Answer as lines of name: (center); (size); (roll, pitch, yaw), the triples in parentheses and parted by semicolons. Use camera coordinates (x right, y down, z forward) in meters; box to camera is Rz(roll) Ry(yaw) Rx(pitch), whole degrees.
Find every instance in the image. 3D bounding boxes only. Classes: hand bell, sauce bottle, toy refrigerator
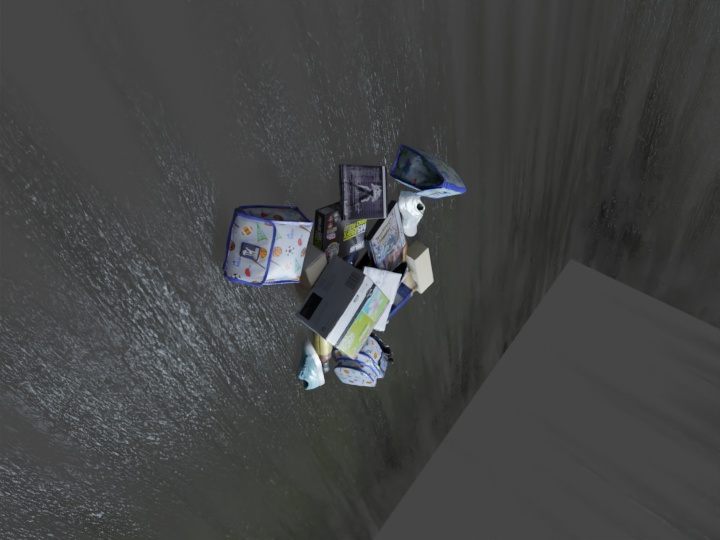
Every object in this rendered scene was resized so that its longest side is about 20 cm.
hand bell: (0.153, -0.031, 1.917); (0.103, 0.102, 0.206); (-29, 124, -40)
sauce bottle: (-0.122, 0.246, 1.731); (0.065, 0.065, 0.205); (-33, 141, -36)
toy refrigerator: (0.218, -0.013, 2.022); (0.076, 0.069, 0.203); (-41, 143, -18)

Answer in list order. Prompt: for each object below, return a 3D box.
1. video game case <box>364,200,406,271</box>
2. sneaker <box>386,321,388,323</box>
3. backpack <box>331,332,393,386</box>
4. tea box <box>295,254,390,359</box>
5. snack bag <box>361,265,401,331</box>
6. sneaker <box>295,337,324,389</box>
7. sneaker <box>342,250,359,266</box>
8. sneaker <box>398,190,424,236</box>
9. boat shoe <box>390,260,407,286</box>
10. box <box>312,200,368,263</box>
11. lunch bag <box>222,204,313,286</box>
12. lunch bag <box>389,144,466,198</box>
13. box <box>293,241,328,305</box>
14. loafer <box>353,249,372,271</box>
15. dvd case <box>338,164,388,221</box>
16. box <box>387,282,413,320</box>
video game case: (0.085, -0.091, 1.738); (0.202, 0.025, 0.184); (-56, 144, -36)
sneaker: (0.011, 0.162, 1.871); (0.196, 0.074, 0.090); (-15, 95, -42)
backpack: (-0.012, 0.289, 1.795); (0.193, 0.193, 0.157); (65, 31, -41)
tea box: (-0.045, 0.105, 1.490); (0.203, 0.132, 0.197); (-56, 148, -7)
snack bag: (0.044, 0.094, 1.708); (0.185, 0.021, 0.206); (11, 99, -46)
sneaker: (-0.169, 0.306, 1.702); (0.080, 0.074, 0.205); (-25, 126, -19)
sneaker: (-0.050, 0.027, 1.642); (0.203, 0.083, 0.075); (-55, 148, -10)
sneaker: (0.177, -0.185, 1.800); (0.203, 0.077, 0.072); (72, 26, -53)
boat shoe: (0.099, 0.048, 1.823); (0.200, 0.071, 0.068); (-48, 168, -23)
box: (-0.055, -0.119, 1.560); (0.197, 0.044, 0.165); (-26, 133, -44)
lunch bag: (-0.227, -0.060, 1.288); (0.195, 0.123, 0.175); (0, 115, -40)
lunch bag: (0.218, -0.294, 1.675); (0.168, 0.197, 0.131); (-3, 118, -54)
box: (-0.136, 0.024, 1.508); (0.078, 0.094, 0.204); (-41, 142, -26)
loafer: (0.000, 0.000, 1.706); (0.202, 0.070, 0.064); (-54, 150, -33)
dvd case: (0.011, -0.224, 1.540); (0.196, 0.016, 0.155); (-10, 100, -47)
box: (0.077, 0.104, 1.853); (0.199, 0.120, 0.033); (-41, 155, -29)
